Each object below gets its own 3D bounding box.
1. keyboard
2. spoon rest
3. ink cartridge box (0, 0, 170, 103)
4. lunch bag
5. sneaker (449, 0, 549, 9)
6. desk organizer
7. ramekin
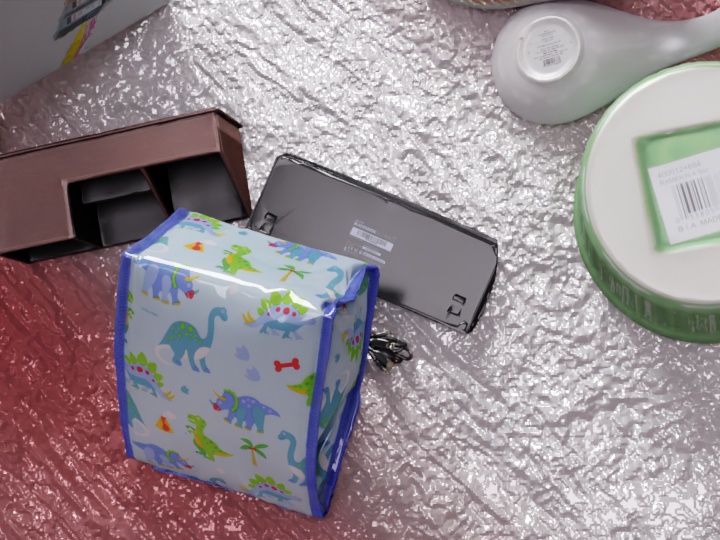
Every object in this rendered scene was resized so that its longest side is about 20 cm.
[{"bbox_3d":[0.000,0.000,1.291,0.199,0.021,0.128,24,86,16],"label":"keyboard"},{"bbox_3d":[0.193,-0.169,1.262,0.199,0.061,0.100,-10,78,24],"label":"spoon rest"},{"bbox_3d":[-0.252,-0.252,1.275,0.145,0.145,0.200,43,55,14],"label":"ink cartridge box"},{"bbox_3d":[-0.088,0.076,1.246,0.169,0.127,0.201,16,115,16],"label":"lunch bag"},{"bbox_3d":[0.131,-0.251,1.281,0.199,0.072,0.080,4,48,24],"label":"sneaker"},{"bbox_3d":[-0.190,-0.064,1.316,0.199,0.072,0.077,-11,82,11],"label":"desk organizer"},{"bbox_3d":[0.248,-0.052,1.203,0.199,0.098,0.201,-2,81,12],"label":"ramekin"}]
